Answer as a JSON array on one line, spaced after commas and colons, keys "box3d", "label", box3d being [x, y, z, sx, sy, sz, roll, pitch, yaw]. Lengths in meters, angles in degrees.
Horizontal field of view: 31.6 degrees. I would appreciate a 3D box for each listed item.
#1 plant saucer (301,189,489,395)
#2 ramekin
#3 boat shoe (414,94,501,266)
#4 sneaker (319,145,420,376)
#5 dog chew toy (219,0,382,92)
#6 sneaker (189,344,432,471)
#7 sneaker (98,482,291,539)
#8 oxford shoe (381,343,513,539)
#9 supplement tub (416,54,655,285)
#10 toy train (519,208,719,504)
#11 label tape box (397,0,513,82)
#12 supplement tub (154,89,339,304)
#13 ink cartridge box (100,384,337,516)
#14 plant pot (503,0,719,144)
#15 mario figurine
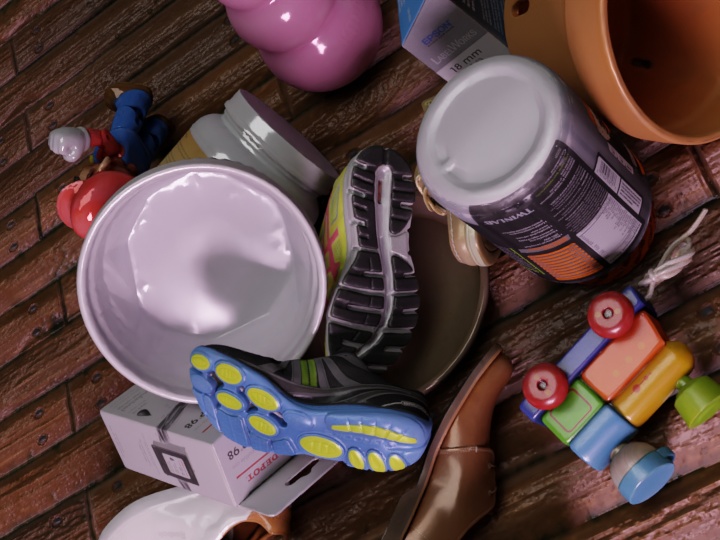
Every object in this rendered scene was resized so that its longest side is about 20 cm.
[{"box3d": [0.027, 0.026, 1.100, 0.200, 0.029, 0.200, -14, 63, 30], "label": "plant saucer"}, {"box3d": [-0.128, 0.000, 1.055, 0.200, 0.200, 0.105, -48, 12, 9], "label": "ramekin"}, {"box3d": [0.080, -0.078, 1.061, 0.066, 0.074, 0.200, -13, 43, 17], "label": "boat shoe"}, {"box3d": [0.000, 0.000, 1.076, 0.090, 0.078, 0.200, -12, 69, 64], "label": "sneaker"}, {"box3d": [-0.066, -0.249, 1.173, 0.124, 0.200, 0.125, -14, 63, 29], "label": "dog chew toy"}, {"box3d": [-0.040, 0.102, 1.000, 0.199, 0.083, 0.071, 13, 118, 8], "label": "sneaker"}, {"box3d": [-0.148, 0.235, 1.105, 0.200, 0.073, 0.085, -27, 55, 22], "label": "sneaker"}, {"box3d": [0.081, 0.154, 0.996, 0.071, 0.071, 0.200, 23, 81, 9], "label": "oxford shoe"}, {"box3d": [0.139, -0.065, 0.948, 0.122, 0.200, 0.123, -14, 64, 30], "label": "supplement tub"}, {"box3d": [0.221, 0.063, 0.918, 0.200, 0.085, 0.116, -49, 61, 8], "label": "toy train"}, {"box3d": [0.073, -0.229, 1.046, 0.063, 0.200, 0.144, -35, 40, 31], "label": "label tape box"}, {"box3d": [-0.130, -0.052, 1.170, 0.200, 0.145, 0.145, -48, 51, 9], "label": "supplement tub"}, {"box3d": [-0.112, 0.130, 1.080, 0.200, 0.067, 0.116, 7, 35, 44], "label": "ink cartridge box"}, {"box3d": [0.206, -0.197, 0.977, 0.140, 0.200, 0.200, 7, 74, 54], "label": "plant pot"}, {"box3d": [-0.260, -0.103, 1.274, 0.106, 0.123, 0.200, -47, 21, 35], "label": "mario figurine"}]
